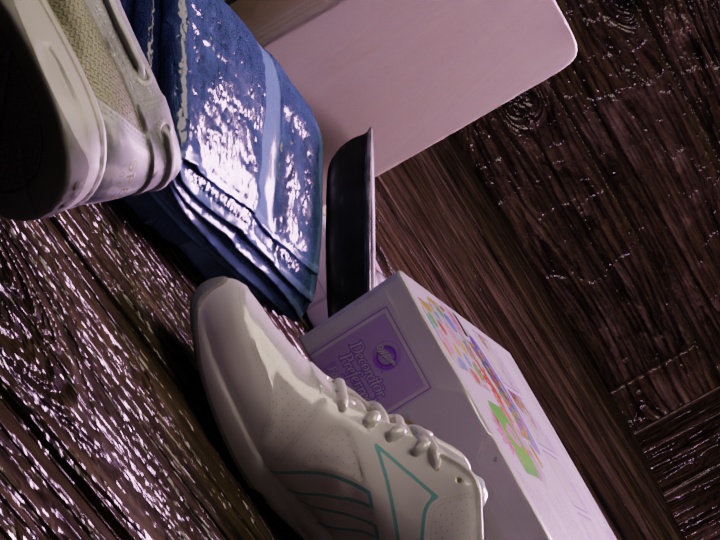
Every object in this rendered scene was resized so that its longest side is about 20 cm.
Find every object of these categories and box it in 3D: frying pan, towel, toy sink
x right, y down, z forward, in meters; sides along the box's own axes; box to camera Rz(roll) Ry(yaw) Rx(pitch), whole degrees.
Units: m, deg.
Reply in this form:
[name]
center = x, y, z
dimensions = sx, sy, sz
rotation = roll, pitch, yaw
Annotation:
[frying pan]
center = 0.000, -0.017, 1.160
dimensions = 0.190, 0.031, 0.115
rotation = -83, 173, -82
[towel]
center = -0.062, -0.060, 1.011
dimensions = 0.200, 0.048, 0.112
rotation = 46, 42, -63
[toy sink]
center = -0.015, -0.129, 1.157
dimensions = 0.130, 0.200, 0.112
rotation = 50, 13, -53

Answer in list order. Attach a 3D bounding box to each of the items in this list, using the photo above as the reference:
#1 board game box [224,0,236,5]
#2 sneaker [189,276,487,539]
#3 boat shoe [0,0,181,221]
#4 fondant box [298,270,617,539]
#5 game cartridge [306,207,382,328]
[board game box]
center = -0.101, -0.179, 1.133
dimensions = 0.023, 0.105, 0.200
rotation = 53, 11, -39
[sneaker]
center = 0.002, 0.081, 0.922
dimensions = 0.200, 0.080, 0.070
rotation = 58, 9, -10
[boat shoe]
center = -0.120, -0.114, 0.763
dimensions = 0.065, 0.074, 0.202
rotation = -13, 74, -47
[fondant box]
center = 0.056, 0.093, 1.063
dimensions = 0.144, 0.058, 0.200
rotation = 61, 8, 20
[game cartridge]
center = -0.023, -0.015, 1.325
dimensions = 0.200, 0.041, 0.133
rotation = 63, 11, 24
